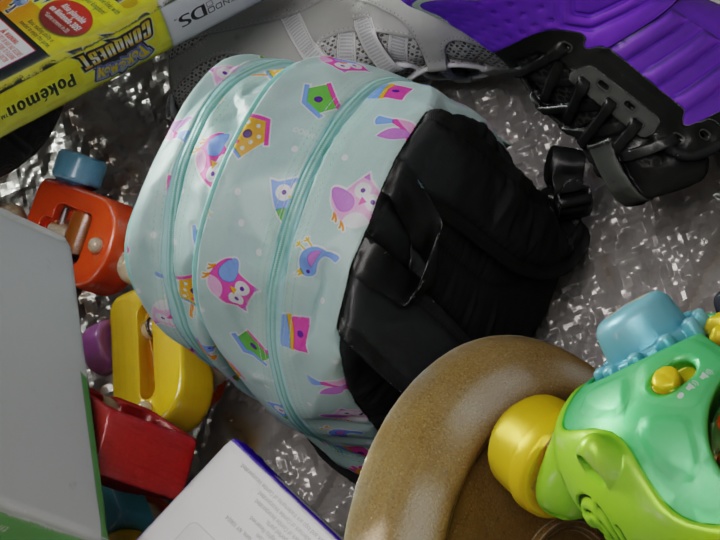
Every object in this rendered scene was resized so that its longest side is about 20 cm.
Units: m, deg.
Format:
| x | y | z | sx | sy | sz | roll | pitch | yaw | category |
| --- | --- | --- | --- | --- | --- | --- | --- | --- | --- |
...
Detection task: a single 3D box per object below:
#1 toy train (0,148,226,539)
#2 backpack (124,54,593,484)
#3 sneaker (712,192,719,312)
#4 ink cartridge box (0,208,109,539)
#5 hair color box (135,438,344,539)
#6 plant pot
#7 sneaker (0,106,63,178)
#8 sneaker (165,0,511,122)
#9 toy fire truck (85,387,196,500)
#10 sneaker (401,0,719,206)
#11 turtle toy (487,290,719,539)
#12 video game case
| x | y | z | sx | sy | sz | roll | pitch | yaw | category |
| --- | --- | --- | --- | --- | --- | --- | --- | --- | --- |
| -0.113 | 0.054 | 1.041 | 0.150 | 0.056 | 0.200 | 11 | 84 | 44 | toy train |
| 0.000 | 0.000 | 0.936 | 0.126 | 0.200 | 0.167 | 12 | 78 | 22 | backpack |
| 0.205 | -0.013 | 0.935 | 0.130 | 0.079 | 0.199 | 41 | 99 | 17 | sneaker |
| -0.198 | 0.082 | 0.943 | 0.200 | 0.084 | 0.146 | -36 | 48 | 28 | ink cartridge box |
| -0.071 | 0.176 | 0.905 | 0.200 | 0.065 | 0.109 | -46 | 64 | -5 | hair color box |
| 0.068 | 0.122 | 0.875 | 0.027 | 0.200 | 0.200 | -7 | 69 | 40 | plant pot |
| -0.209 | -0.032 | 1.086 | 0.076 | 0.115 | 0.201 | 37 | 50 | -12 | sneaker |
| 0.003 | -0.090 | 1.044 | 0.200 | 0.075 | 0.082 | 5 | 83 | 31 | sneaker |
| -0.163 | 0.109 | 0.995 | 0.200 | 0.049 | 0.141 | 8 | 79 | 46 | toy fire truck |
| 0.101 | -0.077 | 0.950 | 0.070 | 0.200 | 0.100 | -7 | 74 | 64 | sneaker |
| 0.149 | 0.063 | 0.817 | 0.146 | 0.200 | 0.101 | 36 | 111 | 49 | turtle toy |
| -0.154 | -0.123 | 1.048 | 0.181 | 0.026 | 0.200 | -30 | 36 | -15 | video game case |
